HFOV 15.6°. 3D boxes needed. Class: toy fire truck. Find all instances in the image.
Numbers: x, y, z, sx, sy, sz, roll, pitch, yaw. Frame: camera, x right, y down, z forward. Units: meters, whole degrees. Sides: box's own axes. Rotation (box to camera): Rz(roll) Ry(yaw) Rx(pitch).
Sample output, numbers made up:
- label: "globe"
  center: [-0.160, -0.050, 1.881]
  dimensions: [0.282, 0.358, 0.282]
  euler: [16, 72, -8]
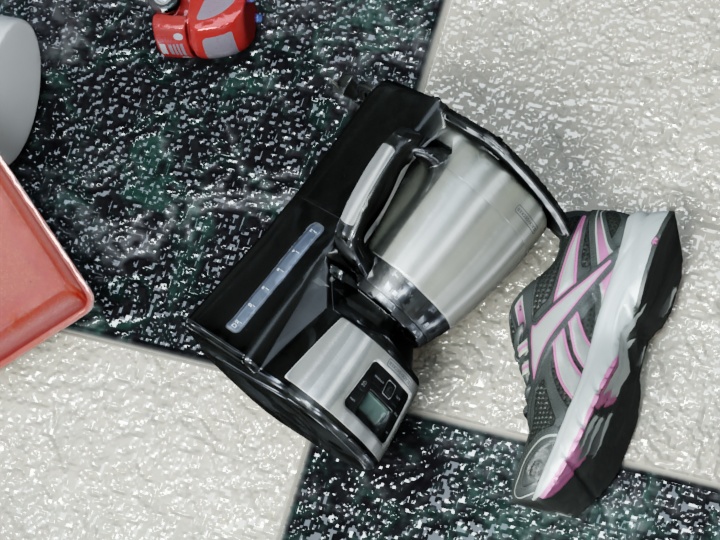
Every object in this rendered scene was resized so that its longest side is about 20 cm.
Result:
- label: "toy fire truck"
  center: [-0.056, -0.231, 1.702]
  dimensions: [0.140, 0.049, 0.202]
  euler: [3, 70, 10]

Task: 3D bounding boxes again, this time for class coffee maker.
- label: "coffee maker"
  center: [0.000, 0.000, 1.572]
  dimensions: [0.135, 0.192, 0.200]
  euler: [43, 81, -22]

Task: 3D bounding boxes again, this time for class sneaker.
- label: "sneaker"
  center: [0.124, 0.052, 1.562]
  dimensions: [0.086, 0.080, 0.201]
  euler: [12, 64, 26]

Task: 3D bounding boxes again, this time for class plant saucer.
- label: "plant saucer"
  center: [-0.292, -0.014, 1.612]
  dimensions: [0.199, 0.037, 0.201]
  euler: [-32, 99, 11]

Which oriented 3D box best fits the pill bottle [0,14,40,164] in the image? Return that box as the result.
- label: "pill bottle"
  center: [-0.313, -0.127, 1.671]
  dimensions: [0.198, 0.114, 0.115]
  euler: [10, 72, 13]
